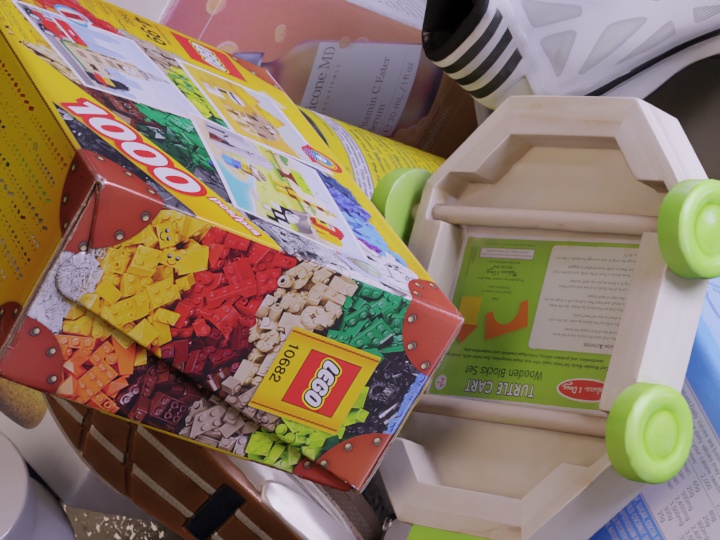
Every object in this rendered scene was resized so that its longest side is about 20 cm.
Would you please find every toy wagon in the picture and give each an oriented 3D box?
[{"bbox_3d":[0.052,0.039,0.965,0.155,0.039,0.201,5,77,49],"label":"toy wagon"}]

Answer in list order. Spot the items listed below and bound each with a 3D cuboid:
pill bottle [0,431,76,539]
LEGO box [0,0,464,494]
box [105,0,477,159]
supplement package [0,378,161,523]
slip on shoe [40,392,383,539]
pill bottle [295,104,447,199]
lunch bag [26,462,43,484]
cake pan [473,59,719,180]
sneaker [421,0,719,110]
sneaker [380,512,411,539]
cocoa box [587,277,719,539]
[{"bbox_3d":[-0.179,0.162,1.307,0.112,0.200,0.113,-3,49,3],"label":"pill bottle"},{"bbox_3d":[-0.075,-0.022,0.994,0.077,0.148,0.200,-59,34,16],"label":"LEGO box"},{"bbox_3d":[-0.061,-0.076,1.259,0.106,0.200,0.153,44,110,41],"label":"box"},{"bbox_3d":[-0.126,0.023,1.367,0.200,0.109,0.114,40,107,42],"label":"supplement package"},{"bbox_3d":[-0.063,0.076,1.249,0.200,0.061,0.076,43,129,-5],"label":"slip on shoe"},{"bbox_3d":[0.000,0.000,1.191,0.112,0.200,0.113,-14,69,41],"label":"pill bottle"},{"bbox_3d":[-0.277,0.094,1.428,0.136,0.199,0.132,-57,45,23],"label":"lunch bag"},{"bbox_3d":[0.135,-0.100,1.181,0.200,0.037,0.201,-14,68,39],"label":"cake pan"},{"bbox_3d":[0.107,-0.126,1.109,0.200,0.115,0.076,-37,55,27],"label":"sneaker"},{"bbox_3d":[0.061,0.165,1.182,0.140,0.078,0.201,-45,42,27],"label":"sneaker"},{"bbox_3d":[0.141,0.090,1.032,0.131,0.200,0.134,-45,49,24],"label":"cocoa box"}]
